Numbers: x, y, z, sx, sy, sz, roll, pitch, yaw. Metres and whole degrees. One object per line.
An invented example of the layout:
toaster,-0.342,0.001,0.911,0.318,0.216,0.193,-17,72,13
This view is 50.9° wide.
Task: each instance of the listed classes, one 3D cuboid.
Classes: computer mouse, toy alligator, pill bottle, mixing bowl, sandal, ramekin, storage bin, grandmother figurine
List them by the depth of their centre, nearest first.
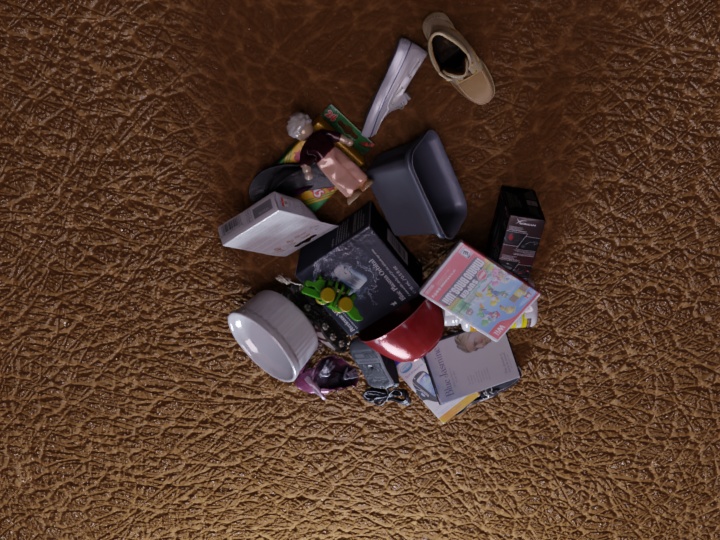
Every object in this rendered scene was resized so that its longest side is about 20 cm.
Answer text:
grandmother figurine,-0.068,-0.219,1.448,0.200,0.121,0.061,48,152,-5
sandal,-0.130,-0.176,1.493,0.199,0.048,0.076,-15,118,10
storage bin,0.109,-0.167,1.513,0.134,0.146,0.201,-6,124,37
toy alligator,-0.074,0.038,1.540,0.199,0.059,0.055,28,76,-11
mixing bowl,0.106,0.122,1.619,0.200,0.200,0.109,-35,104,20
pill bottle,0.279,0.075,1.648,0.198,0.109,0.110,-5,120,4
ramekin,-0.186,0.138,1.655,0.200,0.098,0.201,32,149,23
computer mouse,0.039,0.224,1.766,0.138,0.053,0.201,-3,122,38

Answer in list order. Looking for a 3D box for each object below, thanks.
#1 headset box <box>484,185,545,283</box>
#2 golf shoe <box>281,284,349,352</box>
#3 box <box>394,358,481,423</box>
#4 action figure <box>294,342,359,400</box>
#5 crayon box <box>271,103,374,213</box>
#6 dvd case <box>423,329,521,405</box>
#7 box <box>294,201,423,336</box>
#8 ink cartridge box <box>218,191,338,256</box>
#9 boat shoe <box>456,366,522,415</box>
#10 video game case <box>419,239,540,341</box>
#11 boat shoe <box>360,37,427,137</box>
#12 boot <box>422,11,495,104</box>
headset box,0.309,-0.050,1.553,0.074,0.149,0.201,8,120,-1
golf shoe,-0.107,0.115,1.713,0.088,0.077,0.200,-29,112,38
box,0.171,0.243,1.760,0.119,0.041,0.200,-42,88,22
action figure,-0.097,0.256,1.740,0.199,0.149,0.134,-20,112,49
crayon box,-0.083,-0.219,1.525,0.127,0.051,0.200,39,113,-18
dvd case,0.248,0.204,1.714,0.199,0.018,0.144,-19,89,-3
box,0.000,0.000,1.610,0.199,0.118,0.197,-32,114,20
ink cartridge box,-0.165,-0.091,1.548,0.162,0.199,0.050,-28,71,29
boat shoe,0.295,0.288,1.794,0.199,0.063,0.073,-27,117,16
video game case,0.238,0.043,1.516,0.199,0.017,0.143,31,117,-12
boat shoe,0.065,-0.336,1.440,0.066,0.074,0.201,22,117,-8
boot,0.184,-0.366,1.373,0.073,0.156,0.200,-31,115,18
